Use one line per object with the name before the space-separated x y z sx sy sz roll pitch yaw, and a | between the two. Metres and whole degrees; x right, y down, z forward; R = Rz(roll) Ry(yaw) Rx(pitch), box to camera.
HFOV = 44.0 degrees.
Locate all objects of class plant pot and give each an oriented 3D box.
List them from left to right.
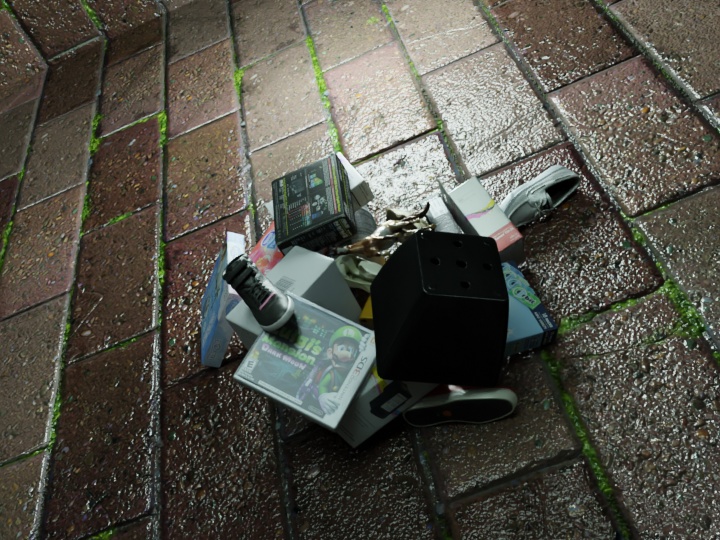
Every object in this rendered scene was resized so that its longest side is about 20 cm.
plant pot | 0.134 0.047 1.414 0.199 0.178 0.200 5 47 -10

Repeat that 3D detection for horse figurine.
horse figurine | 0.055 -0.066 1.688 0.200 0.050 0.132 -34 17 -37

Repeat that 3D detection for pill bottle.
pill bottle | -0.017 -0.067 1.868 0.113 0.113 0.200 -21 40 7

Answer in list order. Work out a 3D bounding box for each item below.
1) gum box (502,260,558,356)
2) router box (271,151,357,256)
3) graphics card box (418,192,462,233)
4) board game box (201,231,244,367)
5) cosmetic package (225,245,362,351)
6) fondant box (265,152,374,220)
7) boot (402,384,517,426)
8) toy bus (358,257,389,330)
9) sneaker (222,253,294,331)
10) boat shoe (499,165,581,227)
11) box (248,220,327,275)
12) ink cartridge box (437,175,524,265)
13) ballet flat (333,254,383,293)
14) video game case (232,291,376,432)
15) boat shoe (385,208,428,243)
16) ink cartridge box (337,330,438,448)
gum box | 0.216 0.077 1.562 0.199 0.045 0.170 -15 49 -15
router box | -0.093 -0.126 1.756 0.149 0.062 0.201 -23 43 14
graphics card box | 0.180 -0.047 1.725 0.051 0.126 0.200 -28 39 3
board game box | -0.283 0.059 1.836 0.043 0.201 0.199 12 36 -20
cosmetic package | -0.110 0.101 1.670 0.123 0.200 0.199 20 58 45
fondant box | -0.087 -0.143 1.862 0.200 0.058 0.144 -35 39 -2
boot | 0.175 0.187 1.522 0.199 0.073 0.145 -9 41 27
toy bus | 0.067 0.042 1.729 0.065 0.078 0.200 2 48 31
sneaker | -0.181 0.034 1.519 0.071 0.099 0.200 -45 29 -4
boat shoe | 0.353 -0.141 1.771 0.200 0.074 0.065 -41 37 -14
box | -0.159 -0.030 1.920 0.094 0.103 0.200 6 51 36
ink cartridge box | 0.230 -0.097 1.703 0.067 0.117 0.200 -33 65 -3
ballet flat | 0.000 0.000 1.693 0.199 0.070 0.070 18 57 38
video game case | -0.084 0.149 1.495 0.199 0.023 0.182 24 65 16
boat shoe | 0.111 -0.085 1.831 0.065 0.073 0.200 -3 17 -17
ink cartridge box | 0.030 0.184 1.541 0.200 0.083 0.146 -39 27 10
